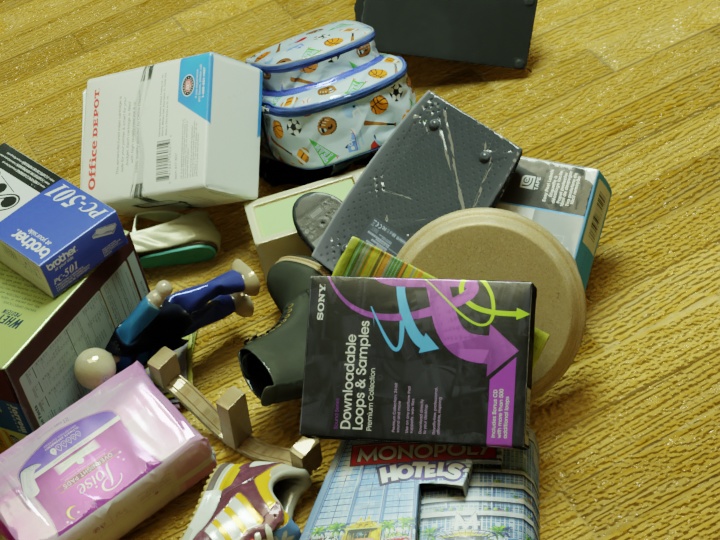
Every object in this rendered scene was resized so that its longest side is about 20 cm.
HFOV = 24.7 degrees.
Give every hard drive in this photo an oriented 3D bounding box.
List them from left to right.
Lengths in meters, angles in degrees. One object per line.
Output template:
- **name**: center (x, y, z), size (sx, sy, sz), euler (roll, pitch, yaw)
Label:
- **hard drive**: center (0.058, -0.060, 1.592), size (0.135, 0.042, 0.200), euler (35, 89, 27)

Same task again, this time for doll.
- **doll**: center (-0.190, 0.054, 1.582), size (0.200, 0.137, 0.048), euler (-29, 67, -30)

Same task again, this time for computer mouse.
- **computer mouse**: center (0.000, 0.000, 1.642), size (0.059, 0.034, 0.200), euler (-36, 72, -5)

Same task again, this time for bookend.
- **bookend**: center (0.096, -0.320, 1.969), size (0.198, 0.093, 0.200), euler (6, 21, -5)

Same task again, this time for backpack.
- **backpack**: center (-0.027, -0.185, 1.797), size (0.199, 0.155, 0.190), euler (-29, 30, -16)

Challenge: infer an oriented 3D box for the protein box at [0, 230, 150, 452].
- **protein box**: center (-0.340, 0.055, 1.612), size (0.198, 0.135, 0.200), euler (13, 47, 29)

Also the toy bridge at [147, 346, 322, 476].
- **toy bridge**: center (-0.118, 0.139, 1.532), size (0.200, 0.067, 0.027), euler (28, 56, 28)

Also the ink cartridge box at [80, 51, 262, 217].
- **ink cartridge box**: center (-0.206, -0.142, 1.778), size (0.199, 0.084, 0.147), euler (-5, 80, 41)

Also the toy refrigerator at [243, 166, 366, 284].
- **toy refrigerator**: center (-0.016, -0.057, 1.727), size (0.199, 0.070, 0.076), euler (-16, 40, -3)

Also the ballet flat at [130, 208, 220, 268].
- **ballet flat**: center (-0.249, -0.027, 1.762), size (0.199, 0.070, 0.070), euler (-11, 40, -6)

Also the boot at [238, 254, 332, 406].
- **boot**: center (-0.075, 0.053, 1.577), size (0.138, 0.078, 0.200), euler (-8, 32, -32)

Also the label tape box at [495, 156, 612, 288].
- **label tape box**: center (0.130, -0.039, 1.614), size (0.199, 0.066, 0.144), euler (12, 78, 22)

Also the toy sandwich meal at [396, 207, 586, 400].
- **toy sandwich meal**: center (0.108, 0.039, 1.504), size (0.204, 0.206, 0.070), euler (-7, 6, 8)

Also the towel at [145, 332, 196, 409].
- **towel**: center (-0.259, 0.095, 1.663), size (0.199, 0.023, 0.144), euler (-8, 41, 8)

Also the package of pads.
- **package of pads**: center (-0.242, 0.185, 1.500), size (0.200, 0.076, 0.120), euler (-35, 58, -21)

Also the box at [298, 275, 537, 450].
- **box**: center (0.049, 0.078, 1.425), size (0.199, 0.036, 0.144), euler (1, 80, 14)

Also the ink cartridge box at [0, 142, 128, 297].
- **ink cartridge box**: center (-0.321, -0.052, 1.591), size (0.094, 0.044, 0.200), euler (-39, 46, -25)

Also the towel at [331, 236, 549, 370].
- **towel**: center (0.061, 0.050, 1.463), size (0.199, 0.086, 0.018), euler (27, 13, 10)

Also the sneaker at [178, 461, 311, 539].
- **sneaker**: center (-0.100, 0.240, 1.408), size (0.090, 0.075, 0.200), euler (-5, 41, 19)

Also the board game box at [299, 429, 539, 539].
- **board game box**: center (0.054, 0.179, 1.442), size (0.199, 0.062, 0.200), euler (-6, 42, 10)
